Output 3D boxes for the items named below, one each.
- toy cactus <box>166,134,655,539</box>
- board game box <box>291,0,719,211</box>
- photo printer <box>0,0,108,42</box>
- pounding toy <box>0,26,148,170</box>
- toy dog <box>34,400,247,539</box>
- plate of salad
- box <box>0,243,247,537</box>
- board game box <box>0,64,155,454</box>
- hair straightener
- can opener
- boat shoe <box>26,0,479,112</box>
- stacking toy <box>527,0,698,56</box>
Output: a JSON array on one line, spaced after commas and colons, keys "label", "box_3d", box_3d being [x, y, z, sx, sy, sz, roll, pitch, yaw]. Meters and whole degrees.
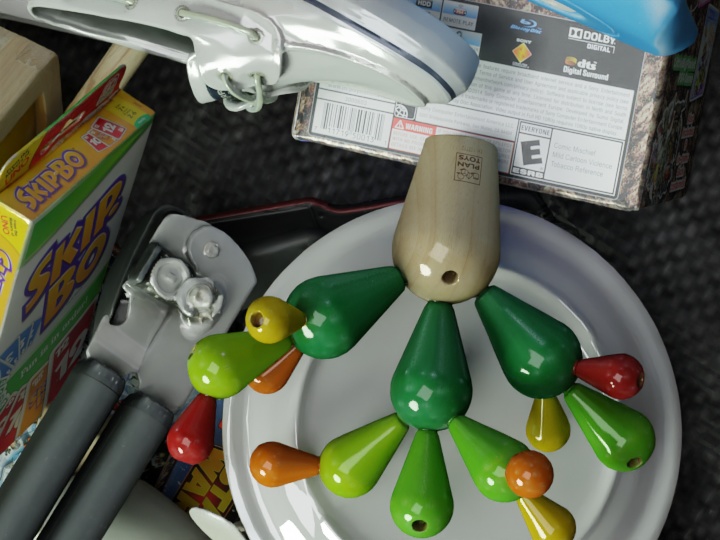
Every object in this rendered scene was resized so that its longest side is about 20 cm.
[{"label": "toy cactus", "box_3d": [0.028, 0.025, 1.169, 0.199, 0.102, 0.166, 7, 80, 0]}, {"label": "board game box", "box_3d": [0.074, -0.141, 1.240, 0.159, 0.097, 0.201, 13, 99, 17]}, {"label": "photo printer", "box_3d": [-0.096, -0.203, 1.307, 0.166, 0.069, 0.201, 15, 100, 17]}, {"label": "pounding toy", "box_3d": [-0.186, -0.031, 1.281, 0.142, 0.200, 0.184, 25, 146, 16]}, {"label": "toy dog", "box_3d": [-0.093, 0.134, 1.281, 0.199, 0.096, 0.132, 6, 98, 18]}, {"label": "plate of salad", "box_3d": [0.039, 0.069, 1.233, 0.199, 0.048, 0.201, 1, 81, -7]}, {"label": "box", "box_3d": [-0.122, 0.106, 1.361, 0.137, 0.040, 0.200, 36, 105, 14]}, {"label": "board game box", "box_3d": [-0.141, 0.006, 1.242, 0.030, 0.096, 0.200, 30, 134, 13]}, {"label": "hair straightener", "box_3d": [0.000, 0.000, 1.290, 0.199, 0.077, 0.041, -6, 129, 8]}, {"label": "can opener", "box_3d": [-0.111, 0.064, 1.244, 0.053, 0.066, 0.200, 35, 70, -19]}, {"label": "boat shoe", "box_3d": [-0.048, -0.097, 1.192, 0.200, 0.074, 0.067, 22, 78, 25]}, {"label": "stacking toy", "box_3d": [0.115, -0.196, 1.126, 0.110, 0.116, 0.200, 25, 91, 12]}]
